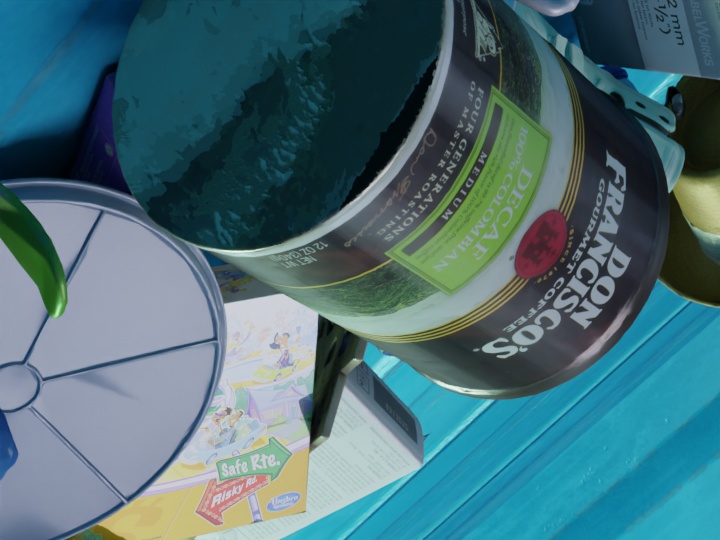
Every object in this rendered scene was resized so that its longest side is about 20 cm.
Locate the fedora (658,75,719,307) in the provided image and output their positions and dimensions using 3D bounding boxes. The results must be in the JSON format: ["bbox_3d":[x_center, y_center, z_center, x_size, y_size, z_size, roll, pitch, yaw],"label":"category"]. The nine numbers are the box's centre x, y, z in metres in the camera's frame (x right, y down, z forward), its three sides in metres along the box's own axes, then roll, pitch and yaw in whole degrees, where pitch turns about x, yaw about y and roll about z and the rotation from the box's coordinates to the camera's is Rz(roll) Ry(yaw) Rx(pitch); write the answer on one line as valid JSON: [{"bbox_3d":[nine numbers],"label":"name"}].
[{"bbox_3d":[0.226,-0.076,1.073,0.200,0.201,0.082,-39,126,7],"label":"fedora"}]

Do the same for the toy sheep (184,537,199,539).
[{"bbox_3d":[-0.161,0.151,1.121,0.198,0.139,0.138,18,136,-25],"label":"toy sheep"}]

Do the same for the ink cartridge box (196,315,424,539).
[{"bbox_3d":[-0.084,0.103,1.202,0.199,0.050,0.162,-27,129,21],"label":"ink cartridge box"}]

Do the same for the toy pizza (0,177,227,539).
[{"bbox_3d":[-0.154,0.042,0.847,0.198,0.032,0.202,-14,129,-18],"label":"toy pizza"}]

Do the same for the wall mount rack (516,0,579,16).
[{"bbox_3d":[0.101,-0.203,0.776,0.200,0.074,0.175,124,-12,-56],"label":"wall mount rack"}]

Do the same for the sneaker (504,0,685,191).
[{"bbox_3d":[0.110,-0.084,0.986,0.074,0.117,0.200,-65,168,6],"label":"sneaker"}]

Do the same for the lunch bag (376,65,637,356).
[{"bbox_3d":[0.087,-0.040,1.169,0.199,0.083,0.161,-26,165,-40],"label":"lunch bag"}]

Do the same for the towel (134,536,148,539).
[{"bbox_3d":[-0.177,0.149,0.960,0.200,0.145,0.030,-77,171,-63],"label":"towel"}]

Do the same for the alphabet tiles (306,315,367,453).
[{"bbox_3d":[0.000,0.000,1.023,0.166,0.006,0.202,131,-23,-72],"label":"alphabet tiles"}]

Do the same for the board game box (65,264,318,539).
[{"bbox_3d":[-0.119,0.072,0.931,0.198,0.034,0.136,-10,124,-22],"label":"board game box"}]

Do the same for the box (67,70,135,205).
[{"bbox_3d":[-0.041,-0.073,0.896,0.199,0.039,0.137,-29,165,-32],"label":"box"}]

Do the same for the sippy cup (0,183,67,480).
[{"bbox_3d":[-0.192,0.039,0.685,0.177,0.131,0.140,-38,166,8],"label":"sippy cup"}]

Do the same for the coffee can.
[{"bbox_3d":[0.018,-0.045,0.780,0.146,0.147,0.200,-40,145,14],"label":"coffee can"}]

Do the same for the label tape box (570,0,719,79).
[{"bbox_3d":[0.223,-0.154,1.022,0.143,0.067,0.199,-30,-157,-26],"label":"label tape box"}]
